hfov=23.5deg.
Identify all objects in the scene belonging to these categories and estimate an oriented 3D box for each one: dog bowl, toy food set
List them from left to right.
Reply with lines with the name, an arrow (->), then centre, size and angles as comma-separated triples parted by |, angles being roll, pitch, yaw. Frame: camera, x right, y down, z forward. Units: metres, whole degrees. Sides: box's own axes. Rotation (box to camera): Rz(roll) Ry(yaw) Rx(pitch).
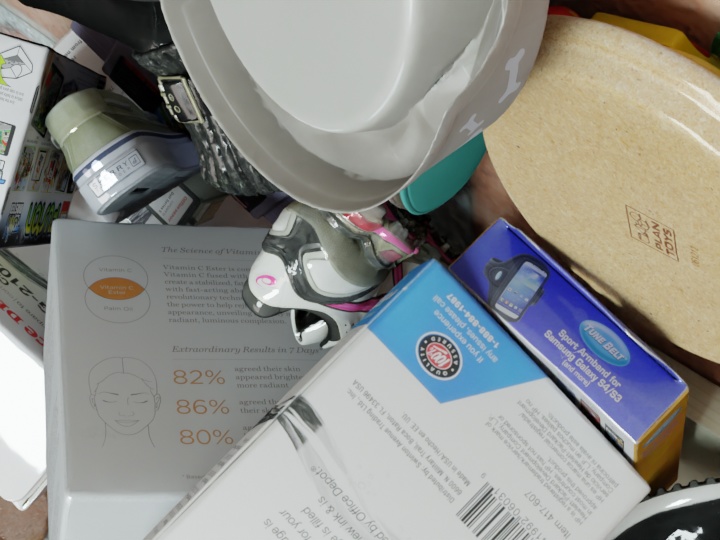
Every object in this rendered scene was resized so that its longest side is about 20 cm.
dog bowl -> -0.008, -0.125, 0.635 | 0.200, 0.058, 0.202 | 34, 135, 42
toy food set -> 0.131, -0.030, 0.695 | 0.197, 0.049, 0.201 | 23, 154, 45

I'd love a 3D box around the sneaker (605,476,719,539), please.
sneaker -> 0.133, 0.169, 0.860 | 0.070, 0.199, 0.091 | 22, -132, -57

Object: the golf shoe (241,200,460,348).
golf shoe -> 0.000, 0.000, 0.904 | 0.073, 0.092, 0.200 | 51, -171, 23

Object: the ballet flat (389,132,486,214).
ballet flat -> 0.028, -0.098, 0.752 | 0.067, 0.068, 0.200 | 54, 161, 20

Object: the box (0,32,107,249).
box -> -0.189, -0.070, 0.984 | 0.034, 0.111, 0.200 | 17, -179, 0

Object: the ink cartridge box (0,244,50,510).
ink cartridge box -> -0.211, 0.048, 1.109 | 0.145, 0.084, 0.200 | 42, -164, 0

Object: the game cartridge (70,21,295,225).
game cartridge -> -0.087, -0.097, 1.025 | 0.200, 0.038, 0.130 | 44, 158, -6

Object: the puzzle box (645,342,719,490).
puzzle box -> 0.188, 0.116, 0.951 | 0.133, 0.025, 0.200 | 32, 160, 28

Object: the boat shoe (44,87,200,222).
boat shoe -> -0.134, -0.070, 0.994 | 0.062, 0.072, 0.200 | 58, 178, -1

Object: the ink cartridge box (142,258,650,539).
ink cartridge box -> 0.008, 0.117, 0.793 | 0.146, 0.200, 0.084 | 47, 172, -3

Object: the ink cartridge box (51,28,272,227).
ink cartridge box -> -0.153, -0.055, 1.174 | 0.200, 0.084, 0.145 | 44, 163, -7

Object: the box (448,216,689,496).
box -> 0.101, 0.051, 0.835 | 0.119, 0.041, 0.200 | 43, 173, 20

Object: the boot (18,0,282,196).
boot -> -0.102, -0.121, 0.911 | 0.210, 0.080, 0.158 | 20, 152, 43

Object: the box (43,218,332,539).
box -> -0.091, 0.078, 0.928 | 0.201, 0.151, 0.107 | -102, 19, -46

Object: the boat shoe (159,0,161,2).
boat shoe -> -0.089, -0.199, 0.752 | 0.072, 0.076, 0.201 | -32, 98, 37
